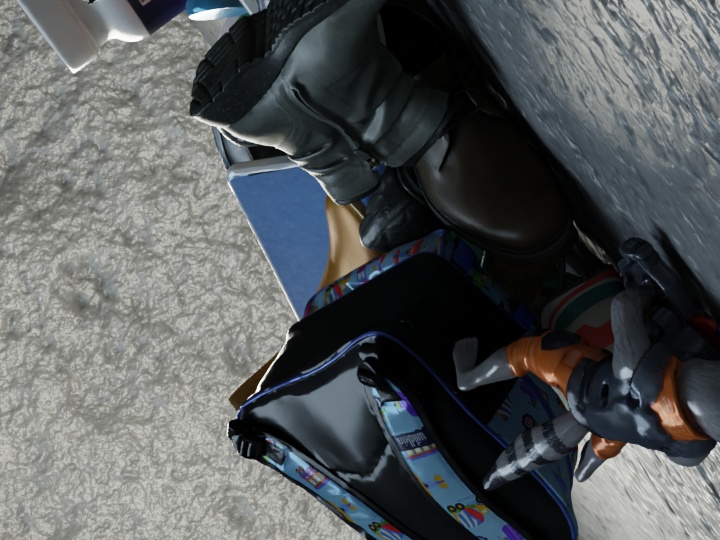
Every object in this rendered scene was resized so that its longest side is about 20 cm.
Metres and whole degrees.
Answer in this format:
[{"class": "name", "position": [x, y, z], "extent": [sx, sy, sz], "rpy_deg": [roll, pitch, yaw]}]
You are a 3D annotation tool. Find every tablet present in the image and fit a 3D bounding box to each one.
[{"class": "tablet", "position": [0.000, 0.000, 1.586], "extent": [0.200, 0.130, 0.014], "rpy_deg": [64, -145, -32]}]

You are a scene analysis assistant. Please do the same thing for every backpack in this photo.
[{"class": "backpack", "position": [0.051, 0.098, 1.423], "extent": [0.200, 0.135, 0.183], "rpy_deg": [43, 139, -13]}]

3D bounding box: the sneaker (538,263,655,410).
[{"class": "sneaker", "position": [0.169, 0.076, 1.477], "extent": [0.093, 0.070, 0.200], "rpy_deg": [59, 177, 28]}]

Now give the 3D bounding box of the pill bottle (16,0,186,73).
[{"class": "pill bottle", "position": [-0.160, -0.241, 1.701], "extent": [0.116, 0.200, 0.116], "rpy_deg": [54, 177, 3]}]

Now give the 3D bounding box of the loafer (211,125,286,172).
[{"class": "loafer", "position": [-0.035, -0.063, 1.605], "extent": [0.072, 0.073, 0.200], "rpy_deg": [5, 136, 50]}]

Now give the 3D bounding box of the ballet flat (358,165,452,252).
[{"class": "ballet flat", "position": [0.051, -0.051, 1.517], "extent": [0.066, 0.057, 0.200], "rpy_deg": [52, -157, 11]}]

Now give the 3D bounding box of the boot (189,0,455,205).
[{"class": "boot", "position": [0.005, -0.123, 1.318], "extent": [0.131, 0.200, 0.068], "rpy_deg": [27, -135, -26]}]

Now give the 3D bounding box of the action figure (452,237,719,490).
[{"class": "action figure", "position": [0.161, 0.089, 1.270], "extent": [0.200, 0.105, 0.193], "rpy_deg": [50, 150, -14]}]

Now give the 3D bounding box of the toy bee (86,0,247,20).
[{"class": "toy bee", "position": [-0.085, -0.205, 1.589], "extent": [0.109, 0.200, 0.131], "rpy_deg": [-9, 109, 48]}]

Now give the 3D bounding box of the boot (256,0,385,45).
[{"class": "boot", "position": [-0.031, -0.174, 1.386], "extent": [0.090, 0.073, 0.200], "rpy_deg": [-121, 25, -55]}]

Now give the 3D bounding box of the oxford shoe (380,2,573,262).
[{"class": "oxford shoe", "position": [0.056, -0.085, 1.391], "extent": [0.200, 0.073, 0.084], "rpy_deg": [52, 175, 30]}]

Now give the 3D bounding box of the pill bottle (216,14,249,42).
[{"class": "pill bottle", "position": [-0.018, -0.121, 1.724], "extent": [0.200, 0.113, 0.113], "rpy_deg": [51, 176, 38]}]

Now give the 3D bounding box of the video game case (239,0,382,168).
[{"class": "video game case", "position": [-0.026, -0.169, 1.508], "extent": [0.200, 0.024, 0.182], "rpy_deg": [53, -159, -4]}]

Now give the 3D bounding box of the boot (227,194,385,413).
[{"class": "boot", "position": [-0.027, 0.048, 1.536], "extent": [0.071, 0.144, 0.201], "rpy_deg": [53, 171, 51]}]

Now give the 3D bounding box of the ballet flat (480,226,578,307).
[{"class": "ballet flat", "position": [0.094, 0.042, 1.508], "extent": [0.071, 0.071, 0.200], "rpy_deg": [51, 136, 41]}]

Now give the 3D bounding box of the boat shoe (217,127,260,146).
[{"class": "boat shoe", "position": [-0.051, -0.129, 1.528], "extent": [0.072, 0.072, 0.200], "rpy_deg": [61, -158, 11]}]

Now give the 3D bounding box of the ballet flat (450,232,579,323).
[{"class": "ballet flat", "position": [0.095, 0.015, 1.622], "extent": [0.071, 0.071, 0.200], "rpy_deg": [55, 170, -27]}]
